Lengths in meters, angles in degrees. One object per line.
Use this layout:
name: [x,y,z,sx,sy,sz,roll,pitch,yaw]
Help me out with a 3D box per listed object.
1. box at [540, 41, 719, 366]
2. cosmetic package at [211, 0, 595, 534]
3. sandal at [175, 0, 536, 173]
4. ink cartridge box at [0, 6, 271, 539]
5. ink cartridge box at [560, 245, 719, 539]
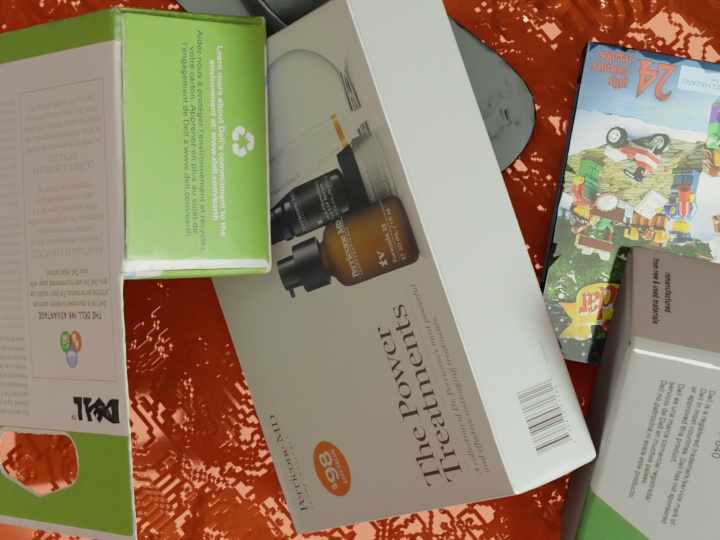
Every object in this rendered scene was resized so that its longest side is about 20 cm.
box: [0.183,-0.014,0.784,0.199,0.038,0.137,10,91,3]
cosmetic package: [0.000,0.000,0.745,0.051,0.151,0.201,-18,88,-36]
sandal: [-0.008,-0.114,0.793,0.200,0.043,0.076,33,92,3]
ink cartridge box: [-0.107,0.002,0.746,0.075,0.147,0.201,-3,91,-41]
ink cartridge box: [0.190,0.089,0.735,0.199,0.084,0.146,12,120,3]
